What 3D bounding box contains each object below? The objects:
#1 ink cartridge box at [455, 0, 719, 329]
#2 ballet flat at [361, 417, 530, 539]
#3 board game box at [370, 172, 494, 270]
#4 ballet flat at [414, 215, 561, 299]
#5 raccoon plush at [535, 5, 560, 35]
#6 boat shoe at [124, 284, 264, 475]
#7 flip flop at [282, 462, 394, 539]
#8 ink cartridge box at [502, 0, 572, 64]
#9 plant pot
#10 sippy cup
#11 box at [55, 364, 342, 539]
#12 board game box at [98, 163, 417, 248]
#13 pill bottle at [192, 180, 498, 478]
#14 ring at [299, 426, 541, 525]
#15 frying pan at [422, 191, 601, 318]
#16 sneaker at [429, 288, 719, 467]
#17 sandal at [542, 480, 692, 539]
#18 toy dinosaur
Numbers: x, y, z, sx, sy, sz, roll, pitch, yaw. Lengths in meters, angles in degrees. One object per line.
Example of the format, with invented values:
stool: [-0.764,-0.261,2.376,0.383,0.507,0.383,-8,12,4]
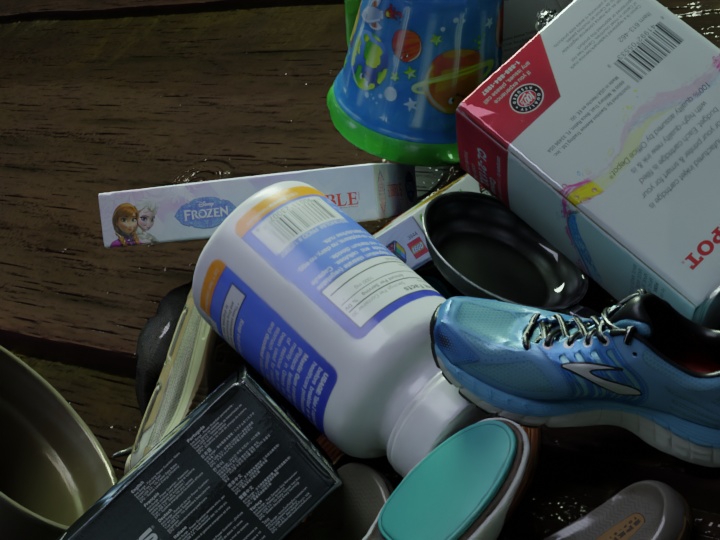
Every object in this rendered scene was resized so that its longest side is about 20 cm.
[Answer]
ink cartridge box: [0.179,-0.067,1.072,0.146,0.083,0.200,-41,68,-15]
ballet flat: [0.030,0.170,0.966,0.200,0.069,0.069,-49,31,-6]
board game box: [0.000,0.000,1.204,0.200,0.035,0.126,-32,3,34]
ballet flat: [0.075,0.017,1.179,0.199,0.068,0.062,-32,-10,16]
raccoon plush: [0.208,-0.148,1.205,0.199,0.134,0.097,-32,28,2]
boat shoe: [-0.115,0.100,1.164,0.063,0.073,0.202,15,89,52]
flip flop: [-0.044,0.196,1.004,0.081,0.058,0.200,14,61,49]
ink cartridge box: [0.112,-0.248,1.383,0.147,0.200,0.145,-9,37,35]
plant pot: [-0.297,0.167,1.216,0.174,0.200,0.200,-46,27,12]
sippy cup: [0.049,-0.167,1.276,0.177,0.131,0.140,20,37,16]
box: [-0.114,0.157,1.037,0.200,0.086,0.164,-43,2,-2]
board game box: [-0.068,-0.050,1.276,0.199,0.041,0.199,-6,2,11]
pill bottle: [-0.002,0.044,1.058,0.112,0.112,0.200,-41,62,-14]
ring: [0.021,0.133,1.094,0.199,0.019,0.201,-24,32,16]
frying pan: [0.122,0.008,1.086,0.031,0.189,0.115,-63,-1,33]
sneaker: [0.138,0.039,0.965,0.199,0.090,0.079,11,42,8]
sandal: [0.091,0.174,0.925,0.200,0.055,0.082,-37,29,-2]
toy dinosaur: [-0.134,0.047,1.285,0.077,0.102,0.200,40,70,17]
